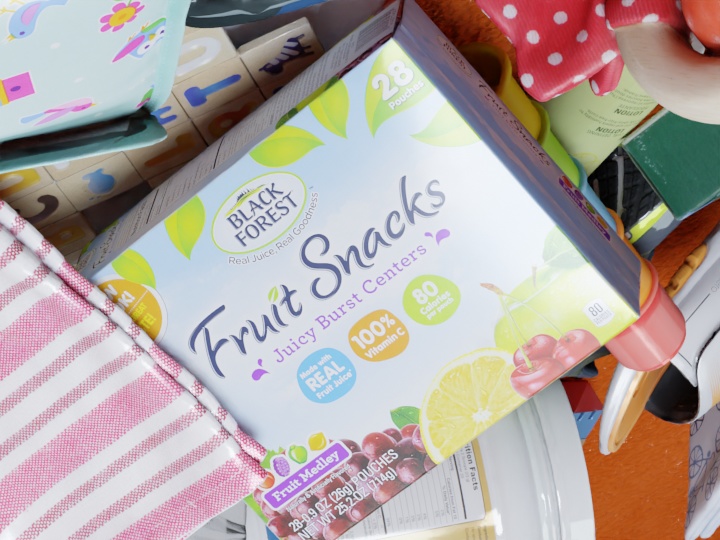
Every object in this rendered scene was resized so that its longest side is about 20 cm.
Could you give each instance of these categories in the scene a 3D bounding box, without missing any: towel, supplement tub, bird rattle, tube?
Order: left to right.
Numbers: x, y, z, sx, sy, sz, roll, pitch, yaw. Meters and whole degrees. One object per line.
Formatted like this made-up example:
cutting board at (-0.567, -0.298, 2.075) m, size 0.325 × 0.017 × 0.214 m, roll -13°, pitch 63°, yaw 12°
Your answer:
towel at (-0.153, 0.058, 1.336) m, size 0.146 × 0.200 × 0.030 m, roll -39°, pitch -167°, yaw 34°
supplement tub at (0.017, 0.129, 1.650) m, size 0.199 × 0.145 × 0.145 m, roll -10°, pitch 153°, yaw -8°
tube at (0.098, -0.066, 1.479) m, size 0.200 × 0.058 × 0.052 m, roll -47°, pitch -174°, yaw 48°
bird rattle at (0.149, -0.133, 1.279) m, size 0.200 × 0.163 × 0.113 m, roll -38°, pitch 134°, yaw 10°

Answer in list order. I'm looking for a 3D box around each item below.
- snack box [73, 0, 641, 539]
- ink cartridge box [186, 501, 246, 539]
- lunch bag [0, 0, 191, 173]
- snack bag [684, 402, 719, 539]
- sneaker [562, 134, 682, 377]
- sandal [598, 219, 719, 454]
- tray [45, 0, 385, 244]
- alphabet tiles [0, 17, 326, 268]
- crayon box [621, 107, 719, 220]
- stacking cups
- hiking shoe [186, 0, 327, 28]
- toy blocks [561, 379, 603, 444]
snack box at (-0.004, 0.005, 1.331) m, size 0.200 × 0.169 × 0.068 m, roll -37°, pitch -165°, yaw 19°
ink cartridge box at (-0.133, 0.127, 1.477) m, size 0.084 × 0.201 × 0.146 m, roll -6°, pitch 172°, yaw 44°
lunch bag at (-0.157, -0.093, 1.136) m, size 0.169 × 0.122 × 0.200 m, roll -15°, pitch 159°, yaw -17°
snack bag at (0.223, 0.023, 1.614) m, size 0.021 × 0.189 × 0.200 m, roll 18°, pitch 142°, yaw -11°
sneaker at (0.128, -0.004, 1.574) m, size 0.081 × 0.074 × 0.200 m, roll 14°, pitch 148°, yaw -20°
sandal at (0.195, 0.016, 1.568) m, size 0.207 × 0.059 × 0.079 m, roll -54°, pitch 164°, yaw -16°
tray at (-0.067, -0.078, 1.350) m, size 0.107 × 0.022 × 0.200 m, roll -7°, pitch 150°, yaw -31°
alphabet tiles at (-0.090, -0.061, 1.331) m, size 0.166 × 0.008 × 0.200 m, roll -24°, pitch 155°, yaw 3°
crayon box at (0.233, -0.109, 1.449) m, size 0.200 × 0.052 × 0.126 m, roll -40°, pitch 173°, yaw 31°
stacking cups at (0.092, -0.024, 1.453) m, size 0.060 × 0.061 × 0.200 m, roll -29°, pitch 130°, yaw 13°
hiking shoe at (0.009, -0.137, 1.233) m, size 0.199 × 0.075 × 0.087 m, roll -21°, pitch 152°, yaw -4°
toy blocks at (0.064, 0.127, 1.790) m, size 0.199 × 0.100 × 0.137 m, roll -4°, pitch 137°, yaw -36°
